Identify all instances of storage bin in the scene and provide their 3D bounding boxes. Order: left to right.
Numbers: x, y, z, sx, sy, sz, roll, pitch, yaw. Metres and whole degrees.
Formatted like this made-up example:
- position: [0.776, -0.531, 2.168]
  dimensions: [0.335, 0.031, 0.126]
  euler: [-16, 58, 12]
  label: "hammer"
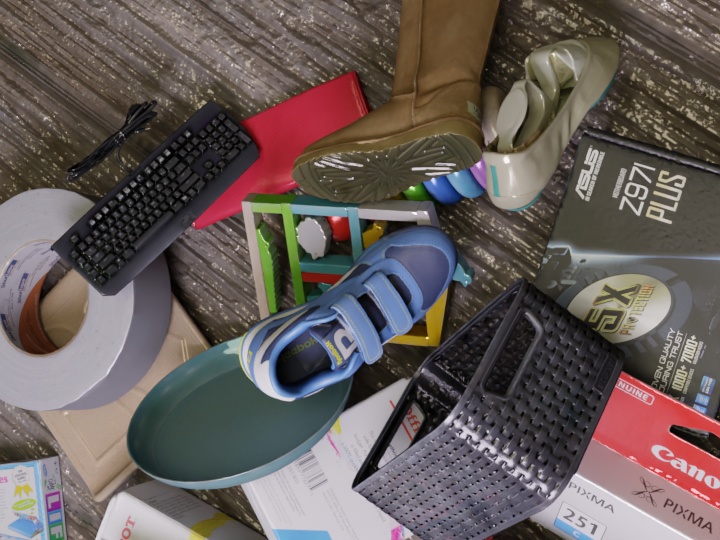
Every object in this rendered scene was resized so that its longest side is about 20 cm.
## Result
- position: [0.089, 0.112, 0.854]
  dimensions: [0.093, 0.200, 0.136]
  euler: [36, 58, -4]
  label: "storage bin"

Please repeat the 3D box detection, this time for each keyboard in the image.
- position: [-0.194, -0.081, 1.035]
  dimensions: [0.127, 0.021, 0.200]
  euler: [38, 69, 15]
  label: "keyboard"

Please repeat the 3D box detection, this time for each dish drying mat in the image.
- position: [-0.079, -0.108, 1.066]
  dimensions: [0.198, 0.018, 0.078]
  euler: [-22, 81, 17]
  label: "dish drying mat"

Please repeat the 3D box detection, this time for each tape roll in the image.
- position: [-0.275, 0.028, 1.078]
  dimensions: [0.198, 0.066, 0.203]
  euler: [-3, 83, 22]
  label: "tape roll"

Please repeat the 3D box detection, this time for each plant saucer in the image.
- position: [-0.097, 0.117, 0.975]
  dimensions: [0.198, 0.201, 0.028]
  euler: [-7, 120, 19]
  label: "plant saucer"

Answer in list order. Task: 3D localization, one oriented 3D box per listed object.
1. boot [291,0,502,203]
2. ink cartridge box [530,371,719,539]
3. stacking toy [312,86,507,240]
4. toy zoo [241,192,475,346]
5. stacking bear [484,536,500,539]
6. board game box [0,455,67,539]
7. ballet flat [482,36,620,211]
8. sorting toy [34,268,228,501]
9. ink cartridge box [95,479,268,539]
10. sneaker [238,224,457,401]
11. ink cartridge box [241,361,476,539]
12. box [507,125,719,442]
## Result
- position: [0.037, -0.160, 0.965]
  dimensions: [0.174, 0.066, 0.202]
  euler: [-9, 54, 25]
  label: "boot"
- position: [0.237, 0.178, 0.879]
  dimensions: [0.199, 0.045, 0.177]
  euler: [28, 142, 18]
  label: "ink cartridge box"
- position: [0.044, -0.078, 0.992]
  dimensions: [0.199, 0.085, 0.086]
  euler: [-24, 81, 22]
  label: "stacking toy"
- position: [0.000, 0.000, 1.001]
  dimensions: [0.198, 0.020, 0.132]
  euler: [5, 121, 19]
  label: "toy zoo"
- position: [0.158, 0.287, 0.927]
  dimensions: [0.198, 0.114, 0.123]
  euler: [23, 100, 7]
  label: "stacking bear"
- position: [-0.384, 0.262, 1.158]
  dimensions: [0.198, 0.034, 0.136]
  euler: [-8, 86, 19]
  label: "board game box"
- position: [0.146, -0.134, 0.907]
  dimensions: [0.069, 0.070, 0.201]
  euler: [19, 56, 19]
  label: "ballet flat"
- position: [-0.235, 0.087, 1.112]
  dimensions: [0.185, 0.036, 0.201]
  euler: [-42, 71, 14]
  label: "sorting toy"
- position: [-0.145, 0.297, 1.046]
  dimensions: [0.199, 0.083, 0.146]
  euler: [26, 98, 17]
  label: "ink cartridge box"
- position: [-0.003, 0.040, 0.927]
  dimensions: [0.199, 0.082, 0.074]
  euler: [-36, 105, -1]
  label: "sneaker"
- position: [0.011, 0.171, 0.977]
  dimensions: [0.199, 0.068, 0.116]
  euler: [-27, 79, -15]
  label: "ink cartridge box"
- position: [0.227, 0.009, 0.918]
  dimensions: [0.162, 0.086, 0.202]
  euler: [20, 96, 19]
  label: "box"
